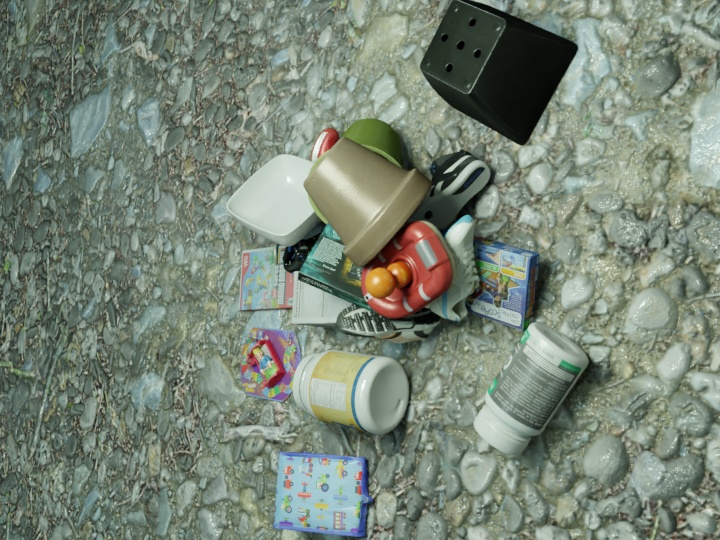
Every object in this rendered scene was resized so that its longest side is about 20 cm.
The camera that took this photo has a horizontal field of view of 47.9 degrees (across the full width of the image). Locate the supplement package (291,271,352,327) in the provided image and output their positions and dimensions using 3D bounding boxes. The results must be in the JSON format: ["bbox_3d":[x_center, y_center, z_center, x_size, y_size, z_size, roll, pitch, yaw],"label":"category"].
[{"bbox_3d":[-0.031,0.056,1.638,0.199,0.109,0.115,-4,80,40],"label":"supplement package"}]

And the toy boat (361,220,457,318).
[{"bbox_3d":[0.061,0.010,1.374,0.200,0.130,0.131,-41,74,51],"label":"toy boat"}]

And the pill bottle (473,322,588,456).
[{"bbox_3d":[0.277,0.198,1.338,0.113,0.113,0.201,41,108,38],"label":"pill bottle"}]

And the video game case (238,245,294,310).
[{"bbox_3d":[-0.205,0.018,1.860,0.199,0.017,0.145,-5,79,41],"label":"video game case"}]

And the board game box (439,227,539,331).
[{"bbox_3d":[0.218,0.013,1.440,0.199,0.034,0.137,20,117,39],"label":"board game box"}]

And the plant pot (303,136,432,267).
[{"bbox_3d":[-0.001,-0.135,1.414,0.174,0.200,0.200,41,114,-4],"label":"plant pot"}]

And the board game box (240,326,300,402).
[{"bbox_3d":[-0.218,0.208,1.820,0.199,0.039,0.160,2,83,42],"label":"board game box"}]

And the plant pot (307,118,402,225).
[{"bbox_3d":[0.011,-0.201,1.587,0.200,0.200,0.191,-36,23,31],"label":"plant pot"}]

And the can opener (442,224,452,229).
[{"bbox_3d":[0.148,-0.095,1.547,0.200,0.052,0.067,38,108,39],"label":"can opener"}]

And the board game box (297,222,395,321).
[{"bbox_3d":[0.000,0.000,1.516,0.199,0.028,0.136,23,55,8],"label":"board game box"}]

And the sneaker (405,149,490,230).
[{"bbox_3d":[0.142,-0.144,1.524,0.200,0.073,0.112,-39,36,-2],"label":"sneaker"}]

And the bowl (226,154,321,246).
[{"bbox_3d":[-0.152,-0.138,1.683,0.199,0.075,0.200,27,62,33],"label":"bowl"}]

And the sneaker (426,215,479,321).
[{"bbox_3d":[0.171,-0.004,1.409,0.080,0.076,0.201,29,129,23],"label":"sneaker"}]

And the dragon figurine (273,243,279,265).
[{"bbox_3d":[-0.162,-0.106,1.781,0.059,0.099,0.201,-53,42,44],"label":"dragon figurine"}]

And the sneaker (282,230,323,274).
[{"bbox_3d":[-0.083,-0.053,1.692,0.200,0.111,0.073,-44,57,26],"label":"sneaker"}]

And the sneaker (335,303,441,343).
[{"bbox_3d":[0.050,0.107,1.511,0.080,0.198,0.074,107,159,-47],"label":"sneaker"}]

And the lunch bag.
[{"bbox_3d":[-0.066,0.445,1.621,0.198,0.094,0.152,-3,77,32],"label":"lunch bag"}]

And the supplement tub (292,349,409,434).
[{"bbox_3d":[-0.021,0.231,1.574,0.199,0.144,0.146,3,84,42],"label":"supplement tub"}]

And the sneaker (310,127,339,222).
[{"bbox_3d":[-0.049,-0.197,1.739,0.115,0.078,0.202,20,108,33],"label":"sneaker"}]

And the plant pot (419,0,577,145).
[{"bbox_3d":[0.227,-0.370,1.447,0.200,0.177,0.201,39,108,37],"label":"plant pot"}]
